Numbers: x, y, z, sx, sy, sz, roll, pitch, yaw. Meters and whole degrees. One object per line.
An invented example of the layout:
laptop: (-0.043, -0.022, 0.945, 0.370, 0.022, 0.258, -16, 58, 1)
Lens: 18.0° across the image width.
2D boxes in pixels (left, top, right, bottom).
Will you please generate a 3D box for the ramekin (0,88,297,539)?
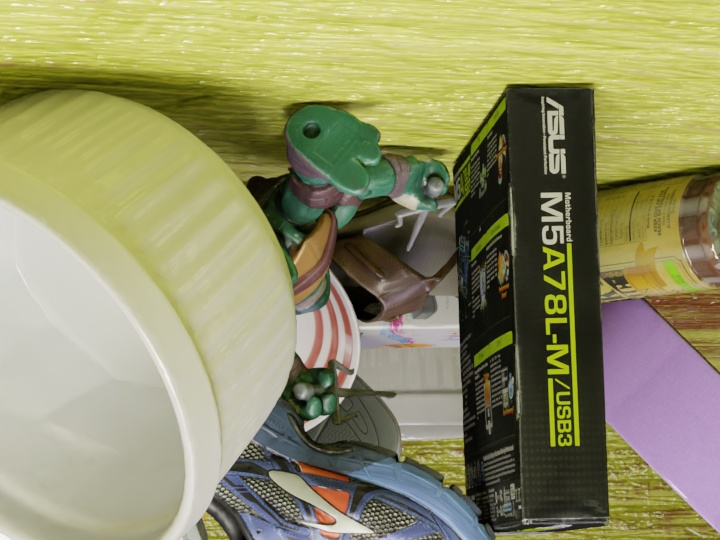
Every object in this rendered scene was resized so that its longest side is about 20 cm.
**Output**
ramekin: (-0.121, 0.018, 0.971, 0.200, 0.201, 0.105, -9, -154, 43)

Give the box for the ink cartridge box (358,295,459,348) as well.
ink cartridge box: (0.007, 0.011, 1.408, 0.199, 0.068, 0.115, -1, 172, -5)

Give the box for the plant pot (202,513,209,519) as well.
plant pot: (-0.152, 0.103, 1.518, 0.142, 0.201, 0.200, -2, 173, 34)

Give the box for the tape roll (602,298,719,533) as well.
tape roll: (0.196, 0.089, 1.341, 0.066, 0.200, 0.200, -46, 165, 5)

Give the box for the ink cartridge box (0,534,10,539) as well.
ink cartridge box: (-0.214, 0.093, 1.143, 0.199, 0.148, 0.086, -14, -161, -7)

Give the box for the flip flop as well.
flip flop: (0.000, 0.000, 1.277, 0.199, 0.058, 0.081, 0, 141, 16)

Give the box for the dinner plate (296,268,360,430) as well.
dinner plate: (-0.097, 0.026, 1.287, 0.199, 0.024, 0.201, 6, 133, 6)

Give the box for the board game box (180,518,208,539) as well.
board game box: (-0.193, 0.148, 1.262, 0.199, 0.103, 0.105, -22, -170, -4)

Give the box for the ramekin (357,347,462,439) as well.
ramekin: (0.016, 0.063, 1.604, 0.199, 0.105, 0.200, -1, 173, 0)

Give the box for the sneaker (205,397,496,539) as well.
sneaker: (-0.023, 0.118, 1.072, 0.200, 0.079, 0.075, 26, 158, 2)

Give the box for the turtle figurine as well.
turtle figurine: (-0.024, -0.004, 1.098, 0.100, 0.150, 0.200, 17, 167, 11)

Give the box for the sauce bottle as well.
sauce bottle: (0.133, -0.013, 1.277, 0.065, 0.065, 0.200, 6, 170, -45)

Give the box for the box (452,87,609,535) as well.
box: (0.078, 0.027, 1.077, 0.047, 0.194, 0.200, 1, 171, -4)

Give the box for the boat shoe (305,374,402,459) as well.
boat shoe: (-0.049, 0.077, 1.380, 0.202, 0.075, 0.065, 21, 178, 35)
